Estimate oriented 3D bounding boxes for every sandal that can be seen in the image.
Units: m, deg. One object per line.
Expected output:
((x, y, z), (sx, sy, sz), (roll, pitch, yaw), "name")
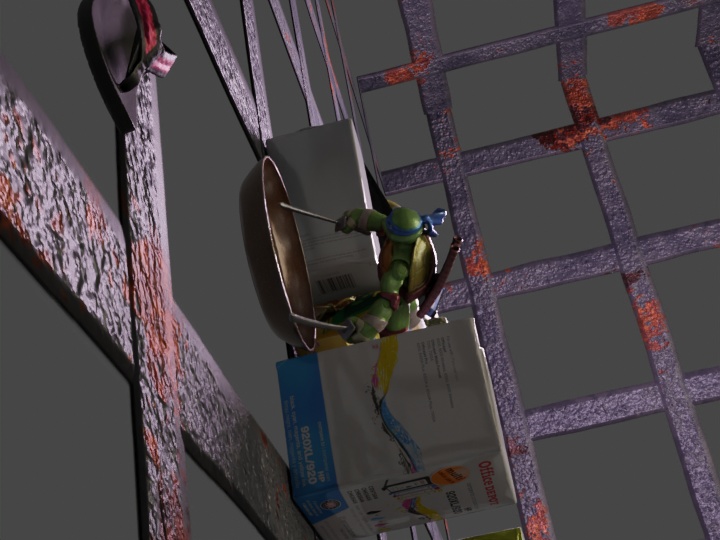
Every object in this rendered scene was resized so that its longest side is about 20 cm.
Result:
((-0.147, -0.161, 0.761), (0.201, 0.045, 0.075), (-97, 172, -54), "sandal")

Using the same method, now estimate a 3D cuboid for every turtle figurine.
((0.000, 0.015, 1.173), (0.144, 0.199, 0.195), (50, -18, 39), "turtle figurine")

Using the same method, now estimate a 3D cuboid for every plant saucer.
((-0.085, -0.014, 1.163), (0.200, 0.034, 0.202), (-14, 90, -86), "plant saucer")

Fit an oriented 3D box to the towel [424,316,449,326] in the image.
((0.090, 0.175, 1.923), (0.037, 0.147, 0.202), (-88, 170, -68), "towel")

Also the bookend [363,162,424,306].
((0.000, 0.000, 1.547), (0.200, 0.092, 0.200), (60, -20, 20), "bookend")

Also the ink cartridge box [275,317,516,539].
((0.037, 0.159, 1.127), (0.148, 0.198, 0.146), (68, 9, -57), "ink cartridge box")

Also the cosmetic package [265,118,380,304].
((-0.042, -0.070, 1.365), (0.081, 0.112, 0.201), (68, 12, -59), "cosmetic package")

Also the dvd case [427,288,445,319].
((0.050, 0.001, 1.928), (0.199, 0.018, 0.143), (34, 16, 1), "dvd case")

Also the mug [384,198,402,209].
((0.013, -0.033, 1.758), (0.153, 0.148, 0.188), (89, -3, -74), "mug")

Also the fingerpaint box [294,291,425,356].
((0.028, 0.138, 1.313), (0.167, 0.073, 0.201), (-33, 105, -56), "fingerpaint box")

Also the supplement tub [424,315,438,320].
((0.065, 0.078, 2.016), (0.200, 0.139, 0.141), (-93, 168, -65), "supplement tub")

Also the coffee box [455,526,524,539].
((0.188, 0.539, 1.857), (0.198, 0.198, 0.202), (62, 16, -69), "coffee box")

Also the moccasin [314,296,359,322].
((-0.030, 0.075, 1.385), (0.078, 0.073, 0.203), (85, 4, -64), "moccasin")
